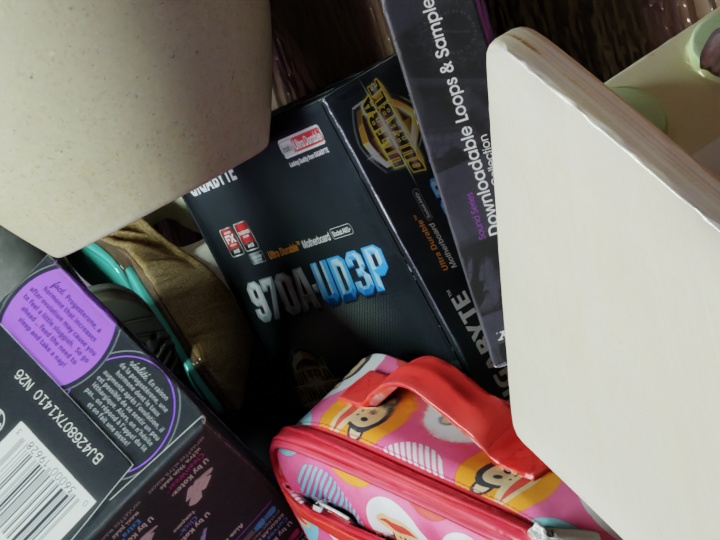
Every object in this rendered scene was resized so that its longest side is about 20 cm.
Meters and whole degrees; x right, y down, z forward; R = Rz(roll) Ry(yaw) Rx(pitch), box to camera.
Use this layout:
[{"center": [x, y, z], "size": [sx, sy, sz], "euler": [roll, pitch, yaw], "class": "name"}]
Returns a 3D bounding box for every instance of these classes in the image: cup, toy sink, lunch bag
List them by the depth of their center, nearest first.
[{"center": [0.124, 0.002, 0.799], "size": [0.130, 0.112, 0.201], "euler": [43, 156, 34], "class": "toy sink"}, {"center": [0.055, 0.113, 1.021], "size": [0.199, 0.082, 0.177], "euler": [19, 139, 50], "class": "lunch bag"}, {"center": [-0.114, -0.091, 1.056], "size": [0.144, 0.200, 0.200], "euler": [62, 157, -6], "class": "cup"}]

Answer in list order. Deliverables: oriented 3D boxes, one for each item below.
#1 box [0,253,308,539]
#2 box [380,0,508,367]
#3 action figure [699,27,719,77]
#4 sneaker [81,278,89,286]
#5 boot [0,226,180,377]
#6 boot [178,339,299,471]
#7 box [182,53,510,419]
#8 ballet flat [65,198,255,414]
[{"center": [-0.099, 0.102, 1.116], "size": [0.122, 0.106, 0.200], "euler": [43, 176, 33], "class": "box"}, {"center": [0.030, -0.086, 0.903], "size": [0.143, 0.036, 0.201], "euler": [-97, -8, -62], "class": "box"}, {"center": [0.134, -0.144, 0.655], "size": [0.193, 0.104, 0.201], "euler": [-5, 104, 57], "class": "action figure"}, {"center": [-0.195, 0.053, 1.462], "size": [0.078, 0.139, 0.200], "euler": [60, 157, -1], "class": "sneaker"}, {"center": [-0.154, 0.013, 1.260], "size": [0.183, 0.072, 0.201], "euler": [87, 158, -50], "class": "boot"}, {"center": [-0.046, 0.123, 1.273], "size": [0.200, 0.076, 0.169], "euler": [-108, -8, -75], "class": "boot"}, {"center": [0.000, 0.000, 1.126], "size": [0.160, 0.046, 0.200], "euler": [62, 157, -6], "class": "box"}, {"center": [-0.088, 0.001, 1.267], "size": [0.200, 0.072, 0.068], "euler": [39, 160, 56], "class": "ballet flat"}]
